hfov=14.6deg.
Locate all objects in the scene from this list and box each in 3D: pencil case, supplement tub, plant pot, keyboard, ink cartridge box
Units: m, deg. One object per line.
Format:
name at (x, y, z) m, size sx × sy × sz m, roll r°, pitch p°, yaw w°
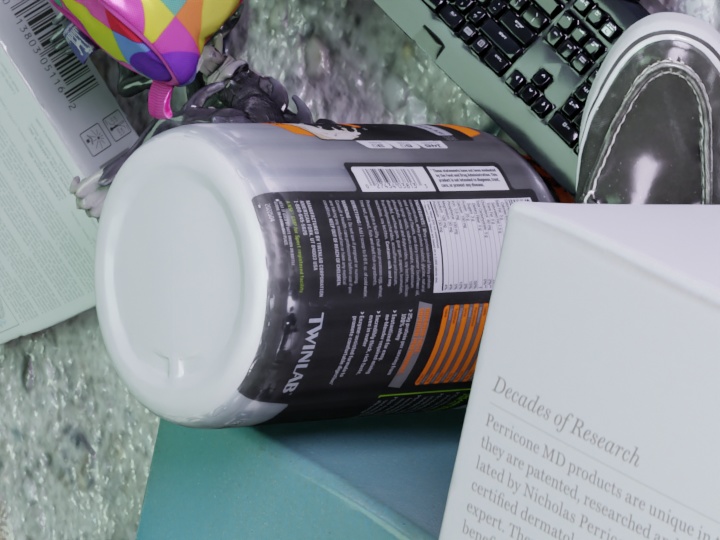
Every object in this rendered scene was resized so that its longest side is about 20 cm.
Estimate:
pencil case at (-0.056, -0.169, 1.244) m, size 0.088 × 0.088 × 0.200 m, roll 23°, pitch 70°, yaw 46°
supplement tub at (0.000, 0.000, 1.161) m, size 0.122 × 0.200 × 0.123 m, roll 2°, pitch 93°, yaw 48°
plant pot at (0.020, 0.143, 1.195) m, size 0.200 × 0.141 × 0.142 m, roll 26°, pitch 111°, yaw 37°
keyboard at (0.058, -0.132, 1.162) m, size 0.104 × 0.040 × 0.200 m, roll -47°, pitch 72°, yaw 7°
ink cartridge box at (-0.186, -0.049, 1.446) m, size 0.200 × 0.047 × 0.160 m, roll -22°, pitch 103°, yaw 53°

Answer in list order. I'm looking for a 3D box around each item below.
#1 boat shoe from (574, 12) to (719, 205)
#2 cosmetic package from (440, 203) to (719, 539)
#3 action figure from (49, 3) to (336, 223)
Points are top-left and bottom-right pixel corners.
boat shoe at (0.115, 0.000, 1.117) m, size 0.070 × 0.064 × 0.201 m, roll 8°, pitch 108°, yaw 7°
cosmetic package at (0.145, 0.093, 1.012) m, size 0.166 × 0.167 × 0.201 m, roll 26°, pitch 110°, yaw 46°
action figure at (-0.070, -0.058, 1.309) m, size 0.102 × 0.119 × 0.200 m, roll -54°, pitch 43°, yaw 19°
